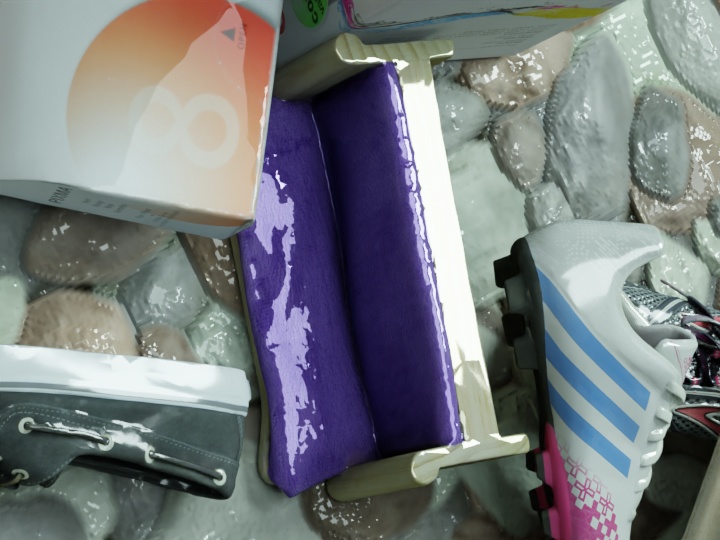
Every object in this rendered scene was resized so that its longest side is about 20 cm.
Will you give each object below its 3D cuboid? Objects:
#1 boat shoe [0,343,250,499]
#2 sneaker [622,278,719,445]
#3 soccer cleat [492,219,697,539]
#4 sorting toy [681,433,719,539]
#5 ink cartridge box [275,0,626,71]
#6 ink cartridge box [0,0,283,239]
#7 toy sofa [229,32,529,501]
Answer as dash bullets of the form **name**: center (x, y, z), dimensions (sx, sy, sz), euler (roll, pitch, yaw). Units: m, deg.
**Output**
- **boat shoe**: center (-0.133, 0.064, 0.920), dimensions (0.199, 0.069, 0.057), euler (6, 78, -31)
- **sneaker**: center (0.175, 0.046, 1.096), dimensions (0.199, 0.075, 0.081), euler (12, 74, -27)
- **soccer cleat**: center (0.117, 0.071, 1.020), dimensions (0.086, 0.070, 0.201), euler (-10, 112, -1)
- **sorting toy**: center (0.236, 0.134, 1.086), dimensions (0.184, 0.036, 0.201), euler (2, 111, -29)
- **ink cartridge box**: center (0.051, -0.186, 0.997), dimensions (0.145, 0.200, 0.148), euler (-8, 84, -29)
- **ink cartridge box**: center (-0.133, -0.112, 0.948), dimensions (0.199, 0.050, 0.163), euler (12, 75, -20)
- **toy sofa**: center (0.000, 0.000, 1.000), dimensions (0.097, 0.083, 0.201), euler (-7, 83, -31)
